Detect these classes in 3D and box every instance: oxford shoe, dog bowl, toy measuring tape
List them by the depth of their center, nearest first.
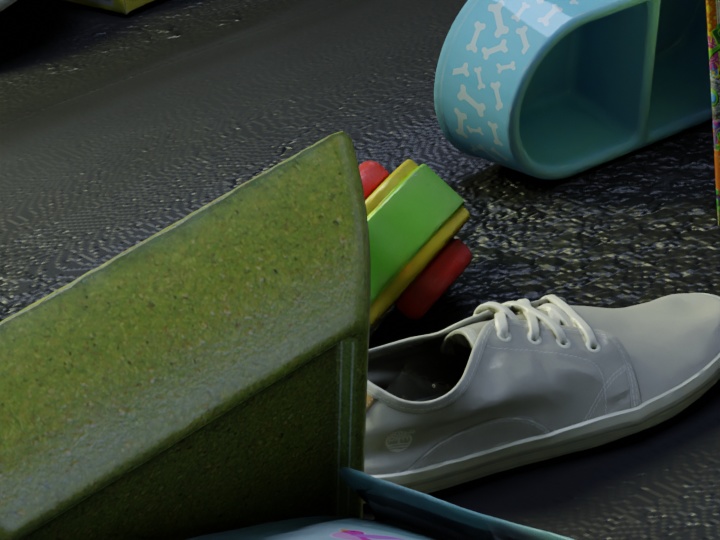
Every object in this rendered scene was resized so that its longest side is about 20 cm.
[{"bbox_3d":[0.070,0.038,1.079,0.199,0.058,0.075,-16,23,-23],"label":"oxford shoe"},{"bbox_3d":[0.000,0.000,1.156,0.073,0.074,0.200,4,24,24],"label":"toy measuring tape"},{"bbox_3d":[0.130,-0.110,1.334,0.199,0.112,0.050,-22,41,-31],"label":"dog bowl"}]

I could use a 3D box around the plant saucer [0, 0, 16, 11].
[{"bbox_3d":[-0.274,-0.191,1.626,0.199,0.050,0.200,-18,29,11],"label":"plant saucer"}]

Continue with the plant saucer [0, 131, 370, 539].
[{"bbox_3d":[-0.067,0.080,0.856,0.199,0.200,0.048,-31,55,-27],"label":"plant saucer"}]

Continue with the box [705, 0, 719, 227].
[{"bbox_3d":[0.262,-0.132,1.234,0.199,0.194,0.122,-2,25,13],"label":"box"}]

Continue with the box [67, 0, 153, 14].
[{"bbox_3d":[-0.102,-0.221,1.704,0.075,0.050,0.200,15,32,41],"label":"box"}]

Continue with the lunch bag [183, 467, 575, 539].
[{"bbox_3d":[0.028,0.134,0.808,0.170,0.123,0.199,11,15,43],"label":"lunch bag"}]
